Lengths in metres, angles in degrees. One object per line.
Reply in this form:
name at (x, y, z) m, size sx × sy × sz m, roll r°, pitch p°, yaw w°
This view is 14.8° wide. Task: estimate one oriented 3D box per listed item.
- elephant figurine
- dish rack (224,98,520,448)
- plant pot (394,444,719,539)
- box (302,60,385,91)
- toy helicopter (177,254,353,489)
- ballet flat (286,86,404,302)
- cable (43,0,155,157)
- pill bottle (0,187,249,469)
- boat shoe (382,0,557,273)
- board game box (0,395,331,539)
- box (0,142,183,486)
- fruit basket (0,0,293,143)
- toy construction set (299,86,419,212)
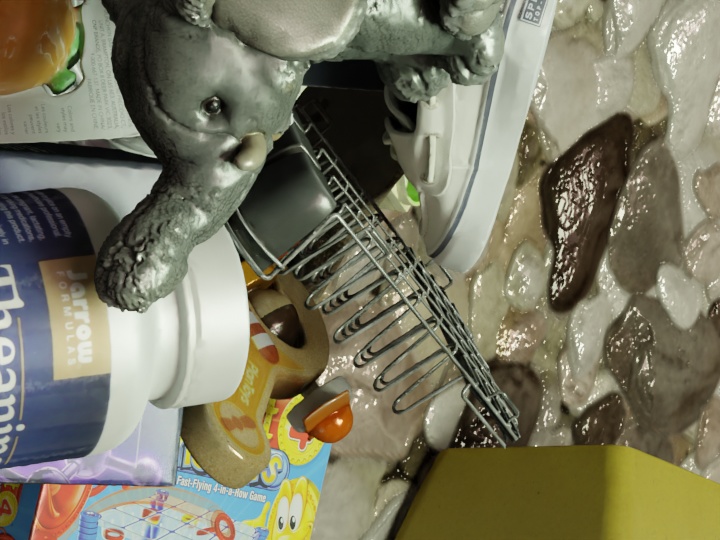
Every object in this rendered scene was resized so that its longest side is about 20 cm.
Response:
elephant figurine at (-0.043, -0.104, 1.098) m, size 0.199 × 0.155 × 0.142 m, roll -22°, pitch 152°, yaw -33°
dish rack at (0.000, 0.000, 1.293) m, size 0.054 × 0.154 × 0.200 m, roll -35°, pitch 121°, yaw 8°
plant pot at (0.123, 0.200, 1.582) m, size 0.200 × 0.199 × 0.177 m, roll 24°, pitch 68°, yaw -47°
box at (0.019, -0.189, 1.254) m, size 0.148 × 0.107 × 0.201 m, roll 2°, pitch 129°, yaw -33°
toy helicopter at (-0.050, 0.050, 1.320) m, size 0.132 × 0.079 × 0.200 m, roll 48°, pitch 20°, yaw -17°
ballet flat at (-0.013, -0.043, 1.407) m, size 0.046 × 0.067 × 0.200 m, roll -32°, pitch 159°, yaw -43°
cable at (-0.107, -0.133, 1.346) m, size 0.199 × 0.069 × 0.201 m, roll -22°, pitch 114°, yaw -44°
pill bottle at (-0.151, 0.025, 1.117) m, size 0.199 × 0.111 × 0.112 m, roll -7°, pitch 103°, yaw -25°
boat shoe at (0.041, -0.070, 1.255) m, size 0.200 × 0.065 × 0.072 m, roll 103°, pitch 3°, yaw -61°
board game box at (-0.112, 0.136, 1.399) m, size 0.200 × 0.056 × 0.197 m, roll 16°, pitch 85°, yaw -48°
box at (-0.180, 0.014, 1.222) m, size 0.199 × 0.104 × 0.149 m, roll 3°, pitch 95°, yaw -26°
fruit basket at (-0.140, -0.136, 1.188) m, size 0.199 × 0.094 × 0.186 m, roll -3°, pitch 68°, yaw -22°
toy construction set at (0.034, -0.113, 1.496) m, size 0.200 × 0.092 × 0.131 m, roll -51°, pitch 131°, yaw -14°
